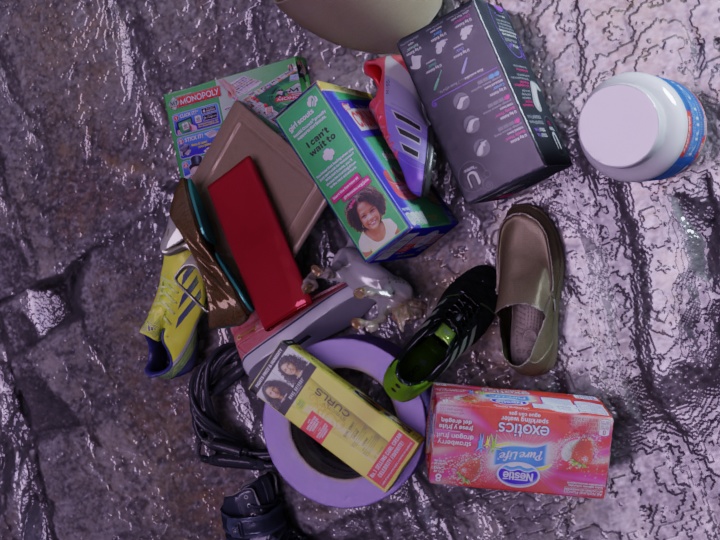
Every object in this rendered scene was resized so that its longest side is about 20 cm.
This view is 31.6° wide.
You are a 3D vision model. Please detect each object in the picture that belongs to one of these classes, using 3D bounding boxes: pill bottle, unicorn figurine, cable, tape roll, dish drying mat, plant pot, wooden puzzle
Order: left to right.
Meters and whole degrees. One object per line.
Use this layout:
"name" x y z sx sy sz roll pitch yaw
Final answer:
"wooden puzzle" -0.133 -0.082 1.574 0.200 0.037 0.186 43 111 27
"dish drying mat" -0.122 -0.032 1.533 0.077 0.018 0.201 -33 70 28
"cable" -0.122 0.175 1.630 0.198 0.051 0.165 2 87 16
"tape roll" -0.012 0.179 1.534 0.198 0.085 0.202 0 91 13
"unicorn figurine" 0.000 0.000 1.502 0.200 0.137 0.074 49 129 15
"plant pot" 0.016 -0.327 1.453 0.200 0.201 0.135 -35 113 23
"pill bottle" 0.290 -0.147 1.321 0.111 0.200 0.113 3 97 24

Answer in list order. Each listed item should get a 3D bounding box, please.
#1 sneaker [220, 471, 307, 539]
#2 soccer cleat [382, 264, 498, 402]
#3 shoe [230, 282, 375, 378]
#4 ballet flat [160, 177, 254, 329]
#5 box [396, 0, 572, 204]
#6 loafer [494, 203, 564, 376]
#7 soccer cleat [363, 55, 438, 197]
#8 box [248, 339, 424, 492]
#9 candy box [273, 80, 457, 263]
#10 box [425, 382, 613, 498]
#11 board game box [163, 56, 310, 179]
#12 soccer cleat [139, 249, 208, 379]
"sneaker" -0.091 0.334 1.612 0.201 0.077 0.148 0 98 26
"soccer cleat" 0.101 0.070 1.455 0.067 0.081 0.200 40 72 3
"shoe" -0.075 0.044 1.578 0.199 0.071 0.091 -34 63 11
"ballet flat" -0.199 -0.016 1.550 0.072 0.068 0.201 -27 78 2
"box" 0.140 -0.186 1.428 0.105 0.122 0.201 -25 84 24
"loafer" 0.192 0.024 1.456 0.075 0.067 0.202 -5 93 25
"soccer cleat" 0.046 -0.165 1.454 0.072 0.068 0.201 1 55 -9
"box" -0.028 0.166 1.469 0.199 0.050 0.076 37 96 9
"candy box" 0.009 -0.113 1.471 0.077 0.169 0.201 -38 80 20
"box" 0.174 0.189 1.427 0.198 0.100 0.096 5 98 -1
"board game box" -0.149 -0.180 1.613 0.198 0.029 0.136 -11 90 25
"soccer cleat" -0.241 0.051 1.622 0.065 0.083 0.202 34 128 43
